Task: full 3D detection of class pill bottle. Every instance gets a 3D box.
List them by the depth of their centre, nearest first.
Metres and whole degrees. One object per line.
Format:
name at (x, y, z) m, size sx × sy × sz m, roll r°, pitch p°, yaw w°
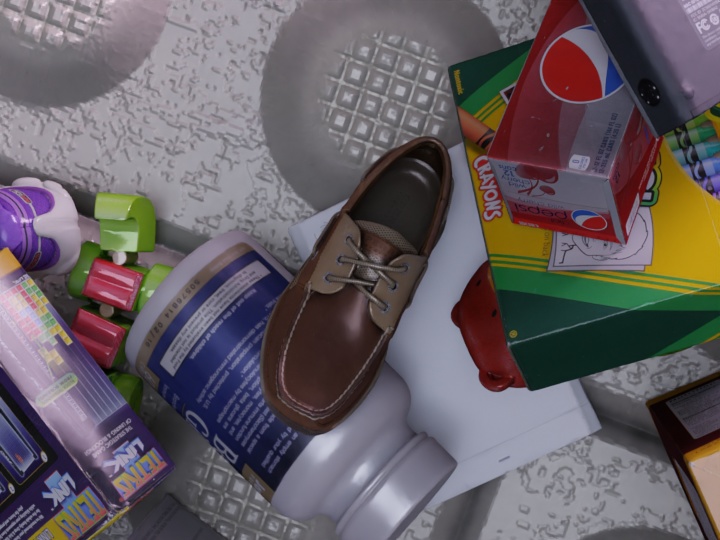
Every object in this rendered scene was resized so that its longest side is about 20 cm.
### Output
pill bottle at (-0.040, 0.080, 0.855) m, size 0.200 × 0.111 × 0.111 m, roll 42°, pitch 98°, yaw 12°

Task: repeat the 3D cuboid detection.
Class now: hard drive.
hard drive at (0.152, -0.186, 0.696) m, size 0.139 × 0.033 × 0.202 m, roll -30°, pitch 91°, yaw -26°
hard drive at (0.054, 0.036, 0.899) m, size 0.131 × 0.026 × 0.202 m, roll -25°, pitch 92°, yaw 7°

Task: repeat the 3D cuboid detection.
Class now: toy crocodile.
toy crocodile at (-0.170, 0.047, 0.907) m, size 0.067 × 0.062 × 0.202 m, roll 18°, pitch 96°, yaw 5°

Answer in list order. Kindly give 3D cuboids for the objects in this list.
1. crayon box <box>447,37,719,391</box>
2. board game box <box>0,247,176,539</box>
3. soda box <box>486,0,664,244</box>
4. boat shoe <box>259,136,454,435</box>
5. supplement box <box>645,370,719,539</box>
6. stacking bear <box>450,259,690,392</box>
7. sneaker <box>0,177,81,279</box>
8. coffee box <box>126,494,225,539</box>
crayon box at (0.150, -0.052, 0.772) m, size 0.171 × 0.058 × 0.202 m, roll -18°, pitch 53°, yaw 12°
board game box at (-0.222, 0.105, 0.868) m, size 0.166 × 0.057 × 0.200 m, roll 51°, pitch 136°, yaw 0°
soda box at (0.135, -0.118, 0.743) m, size 0.069 × 0.064 × 0.202 m, roll 12°, pitch 64°, yaw 27°
boat shoe at (0.000, 0.000, 0.804) m, size 0.075 × 0.072 × 0.201 m, roll 24°, pitch 58°, yaw -1°
supplement box at (0.270, 0.153, 0.795) m, size 0.132 × 0.200 × 0.199 m, roll -24°, pitch 91°, yaw 7°
stacking bear at (0.152, 0.005, 0.835) m, size 0.198 × 0.114 × 0.122 m, roll -23°, pitch 52°, yaw 2°
sneaker at (-0.273, -0.024, 0.887) m, size 0.198 × 0.083 × 0.082 m, roll -9°, pitch 89°, yaw 30°
coffee box at (-0.119, 0.296, 0.850) m, size 0.199 × 0.200 × 0.199 m, roll 37°, pitch 98°, yaw 2°
